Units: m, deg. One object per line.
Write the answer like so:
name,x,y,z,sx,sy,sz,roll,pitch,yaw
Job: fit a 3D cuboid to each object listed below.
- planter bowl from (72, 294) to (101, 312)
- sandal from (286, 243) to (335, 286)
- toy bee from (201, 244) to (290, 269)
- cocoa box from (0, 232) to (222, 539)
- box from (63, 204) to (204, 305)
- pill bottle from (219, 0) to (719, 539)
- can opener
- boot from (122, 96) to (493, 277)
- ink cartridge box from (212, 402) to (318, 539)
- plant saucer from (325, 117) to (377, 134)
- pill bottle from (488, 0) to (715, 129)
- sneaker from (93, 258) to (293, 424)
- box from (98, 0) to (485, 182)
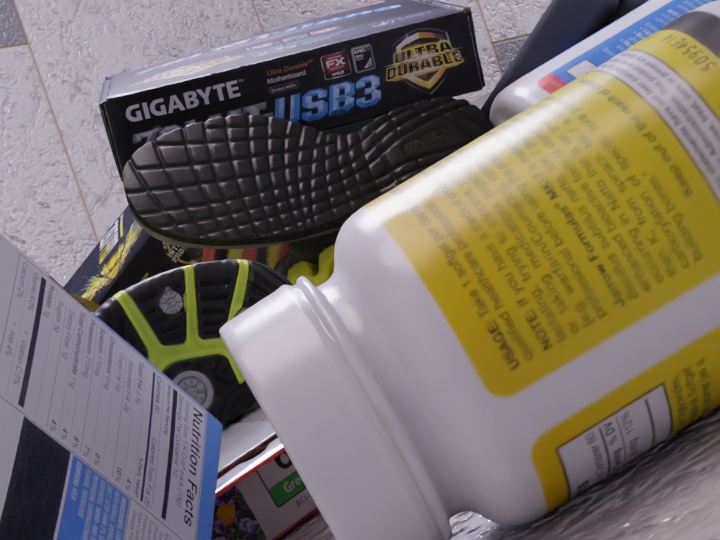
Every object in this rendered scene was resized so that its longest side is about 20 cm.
planter bowl,-0.201,0.112,0.864,0.199,0.201,0.084,-29,41,8
sandal,0.000,0.032,0.755,0.199,0.088,0.079,-32,-16,29
toy bee,0.000,0.000,0.927,0.108,0.133,0.199,3,13,32
cocoa box,-0.164,0.104,0.525,0.199,0.131,0.134,-27,38,25
box,-0.152,0.007,1.005,0.162,0.049,0.200,-50,14,3
pill bottle,0.062,0.009,0.494,0.199,0.115,0.114,-30,6,-5
can opener,0.080,-0.095,0.862,0.053,0.067,0.201,-6,-40,-43
boot,-0.028,-0.021,0.792,0.198,0.068,0.131,-8,-27,-19
ink cartridge box,-0.065,0.102,0.669,0.108,0.051,0.200,-33,7,-24
plant saucer,-0.033,-0.078,0.912,0.199,0.039,0.201,-13,14,3
pill bottle,0.174,-0.089,0.783,0.199,0.113,0.112,-31,6,-12
sneaker,-0.116,0.056,0.683,0.199,0.076,0.076,-30,6,-14
box,-0.047,-0.108,0.866,0.198,0.050,0.199,-15,15,-5
